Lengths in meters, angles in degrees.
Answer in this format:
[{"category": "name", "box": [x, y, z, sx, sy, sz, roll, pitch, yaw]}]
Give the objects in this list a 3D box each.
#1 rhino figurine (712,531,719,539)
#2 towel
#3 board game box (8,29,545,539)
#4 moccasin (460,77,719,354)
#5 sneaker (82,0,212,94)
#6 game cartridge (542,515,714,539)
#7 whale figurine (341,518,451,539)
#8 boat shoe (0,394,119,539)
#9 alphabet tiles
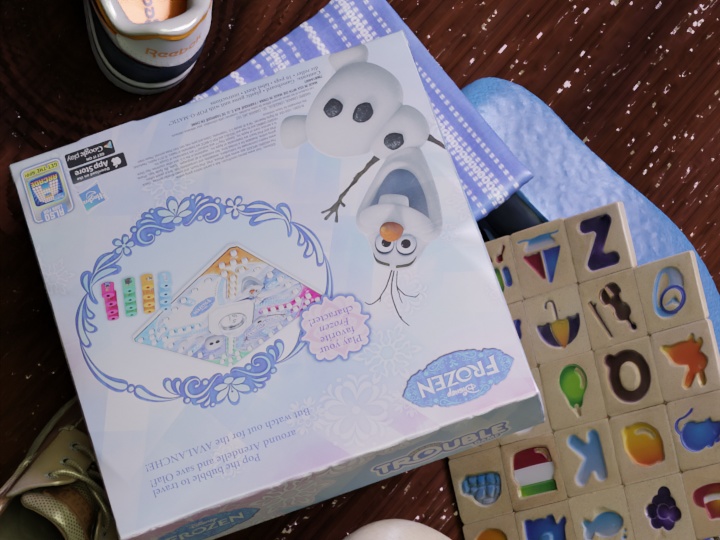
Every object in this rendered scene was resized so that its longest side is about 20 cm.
[{"category": "rhino figurine", "box": [0.234, 0.134, 1.405, 0.200, 0.060, 0.088, 5, 47, -46]}, {"category": "towel", "box": [-0.038, -0.039, 1.356, 0.200, 0.024, 0.145, -35, 64, -6]}, {"category": "board game box", "box": [-0.041, 0.010, 1.302, 0.199, 0.043, 0.200, -19, 64, -1]}, {"category": "moccasin", "box": [0.113, -0.013, 1.433, 0.080, 0.068, 0.200, -38, 92, -29]}, {"category": "sneaker", "box": [-0.118, -0.192, 1.388, 0.078, 0.079, 0.201, -18, 83, -20]}, {"category": "game cartridge", "box": [0.163, 0.176, 1.426, 0.133, 0.040, 0.201, -23, 86, -18]}, {"category": "whale figurine", "box": [0.038, 0.212, 1.300, 0.104, 0.159, 0.200, -35, 108, 16]}, {"category": "boat shoe", "box": [-0.136, 0.117, 1.318, 0.076, 0.072, 0.200, 41, 70, -7]}, {"category": "alphabet tiles", "box": [0.108, 0.075, 1.371, 0.006, 0.166, 0.201, -2, 77, -52]}]
